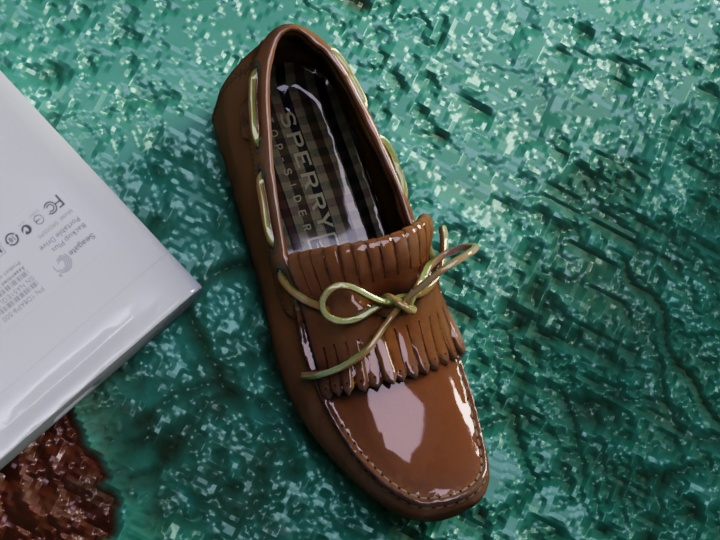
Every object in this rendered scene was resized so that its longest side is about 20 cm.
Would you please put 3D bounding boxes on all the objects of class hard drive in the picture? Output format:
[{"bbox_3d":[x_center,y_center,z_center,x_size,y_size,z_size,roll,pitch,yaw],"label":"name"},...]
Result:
[{"bbox_3d":[-0.176,-0.023,1.142,0.132,0.027,0.200,-41,84,-24],"label":"hard drive"}]

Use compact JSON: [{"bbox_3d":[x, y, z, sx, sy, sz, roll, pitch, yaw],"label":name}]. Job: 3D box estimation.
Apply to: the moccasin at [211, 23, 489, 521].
[{"bbox_3d":[0.002,0.000,1.150,0.073,0.078,0.203,-10,72,-17],"label":"moccasin"}]
